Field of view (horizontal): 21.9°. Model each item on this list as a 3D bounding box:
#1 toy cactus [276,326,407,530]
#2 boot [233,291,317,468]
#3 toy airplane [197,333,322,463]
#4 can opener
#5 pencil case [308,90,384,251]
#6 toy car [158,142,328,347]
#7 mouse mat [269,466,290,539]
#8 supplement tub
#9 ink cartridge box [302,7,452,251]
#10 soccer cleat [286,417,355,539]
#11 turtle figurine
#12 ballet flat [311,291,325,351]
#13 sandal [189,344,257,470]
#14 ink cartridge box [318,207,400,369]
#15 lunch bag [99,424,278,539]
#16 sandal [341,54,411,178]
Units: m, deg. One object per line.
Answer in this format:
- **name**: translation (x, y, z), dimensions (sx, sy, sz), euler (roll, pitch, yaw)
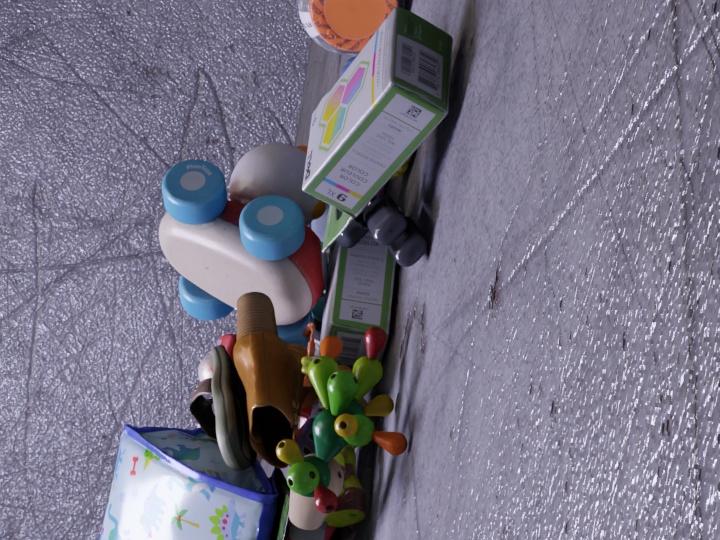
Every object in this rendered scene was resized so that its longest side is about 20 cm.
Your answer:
- **toy cactus**: translation (-0.019, 0.151, 1.585), dimensions (0.200, 0.102, 0.165), euler (-76, 3, -57)
- **boot**: translation (-0.079, 0.128, 1.767), dimensions (0.201, 0.071, 0.144), euler (68, -168, -54)
- **toy airplane**: translation (-0.106, 0.121, 2.020), dimensions (0.200, 0.141, 0.199), euler (-45, -40, -54)
- **can opener**: translation (0.015, -0.030, 1.674), dimensions (0.067, 0.053, 0.200), euler (-44, 10, 4)
- **pencil case**: translation (-0.014, -0.110, 1.991), dimensions (0.200, 0.083, 0.091), euler (-85, -17, -48)
- **toy car**: translation (-0.081, -0.057, 1.850), dimensions (0.200, 0.177, 0.184), euler (-51, -26, -31)
- **mouse mat**: translation (-0.087, 0.271, 1.734), dimensions (0.200, 0.008, 0.161), euler (-155, 76, -84)
- **supplement tub**: translation (-0.012, -0.313, 2.118), dimensions (0.200, 0.122, 0.123), euler (-98, 18, -73)
- **ink cartridge box**: translation (0.001, -0.120, 1.620), dimensions (0.200, 0.059, 0.104), euler (-48, 25, 39)
- **soccer cleat**: translation (-0.036, 0.226, 1.783), dimensions (0.067, 0.076, 0.200), euler (67, -157, -44)
- **turtle figurine**: translation (-0.017, 0.152, 1.728), dimensions (0.200, 0.064, 0.161), euler (78, -169, -54)
- **ballet flat**: translation (-0.024, 0.049, 1.960), dimensions (0.200, 0.073, 0.073), euler (-99, 19, -71)
- **sandal**: translation (-0.136, 0.131, 1.777), dimensions (0.201, 0.057, 0.080), euler (-99, -16, -71)
- **ink cartridge box**: translation (0.000, 0.000, 1.814), dimensions (0.104, 0.059, 0.200), euler (106, 171, -56)
- **lunch bag**: translation (-0.151, 0.254, 1.762), dimensions (0.200, 0.127, 0.170), euler (25, 107, 53)
- **sandal**: translation (0.018, -0.154, 1.772), dimensions (0.200, 0.087, 0.080), euler (107, 169, -62)
